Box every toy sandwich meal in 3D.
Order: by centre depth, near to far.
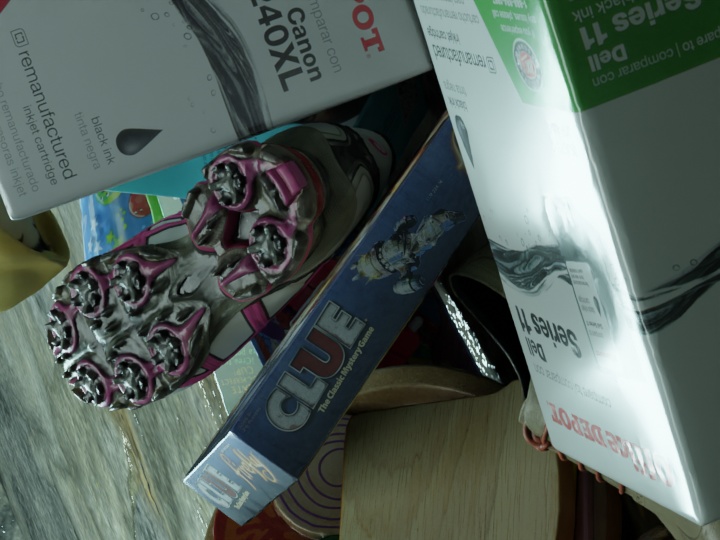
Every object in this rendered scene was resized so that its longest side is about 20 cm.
[{"bbox_3d":[0.012,0.120,1.264,0.206,0.205,0.070,59,-172,33],"label":"toy sandwich meal"}]

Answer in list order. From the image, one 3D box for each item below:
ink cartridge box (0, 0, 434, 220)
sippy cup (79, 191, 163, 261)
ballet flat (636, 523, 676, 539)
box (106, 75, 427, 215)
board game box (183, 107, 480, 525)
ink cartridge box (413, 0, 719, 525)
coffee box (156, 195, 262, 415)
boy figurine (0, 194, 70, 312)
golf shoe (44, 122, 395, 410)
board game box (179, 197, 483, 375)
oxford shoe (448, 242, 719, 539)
[{"bbox_3d":[-0.075,-0.124,1.288,0.083,0.199,0.146,-42,-68,-79],"label":"ink cartridge box"},{"bbox_3d":[-0.103,-0.027,1.714,0.178,0.139,0.131,-41,58,48],"label":"sippy cup"},{"bbox_3d":[0.155,0.186,1.196,0.201,0.068,0.067,59,155,27],"label":"ballet flat"},{"bbox_3d":[-0.077,-0.076,1.393,0.082,0.199,0.049,-62,-31,-46],"label":"box"},{"bbox_3d":[0.005,0.007,1.242,0.035,0.200,0.136,36,163,-2],"label":"board game box"},{"bbox_3d":[0.100,-0.026,1.059,0.147,0.083,0.201,-157,47,-71],"label":"ink cartridge box"},{"bbox_3d":[-0.050,-0.040,1.519,0.044,0.123,0.201,-9,104,33],"label":"coffee box"},{"bbox_3d":[-0.192,-0.073,1.328,0.124,0.064,0.201,-54,-56,-72],"label":"boy figurine"},{"bbox_3d":[-0.060,0.001,1.325,0.200,0.092,0.073,-34,82,41],"label":"golf shoe"},{"bbox_3d":[0.000,0.000,1.414,0.039,0.157,0.201,-47,54,29],"label":"board game box"},{"bbox_3d":[0.102,0.067,1.191,0.201,0.074,0.071,59,160,30],"label":"oxford shoe"}]
